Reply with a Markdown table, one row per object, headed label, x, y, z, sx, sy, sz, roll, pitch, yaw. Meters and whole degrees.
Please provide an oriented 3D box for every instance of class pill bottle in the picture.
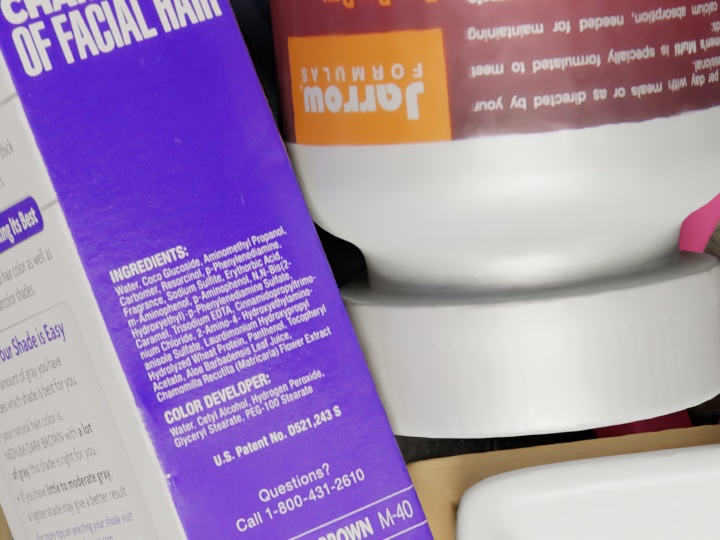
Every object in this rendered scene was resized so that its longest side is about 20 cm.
| label | x | y | z | sx | sy | sz | roll | pitch | yaw |
| --- | --- | --- | --- | --- | --- | --- | --- | --- | --- |
| pill bottle | 0.032 | -0.068 | 0.618 | 0.109 | 0.110 | 0.200 | -5 | 97 | 0 |

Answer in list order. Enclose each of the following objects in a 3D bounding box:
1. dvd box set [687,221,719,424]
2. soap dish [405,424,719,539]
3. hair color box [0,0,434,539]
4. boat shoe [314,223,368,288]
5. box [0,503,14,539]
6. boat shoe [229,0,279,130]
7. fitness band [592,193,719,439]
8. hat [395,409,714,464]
| label | x | y | z | sx | sy | sz | roll | pitch | yaw |
| --- | --- | --- | --- | --- | --- | --- | --- | --- | --- |
| dvd box set | 0.101 | 0.016 | 0.795 | 0.146 | 0.029 | 0.200 | 31 | 113 | -16 |
| soap dish | 0.115 | 0.116 | 0.648 | 0.200 | 0.081 | 0.158 | -6 | 75 | -11 |
| hair color box | -0.061 | -0.006 | 0.629 | 0.065 | 0.109 | 0.200 | -22 | 91 | -27 |
| boat shoe | 0.001 | 0.002 | 0.715 | 0.199 | 0.066 | 0.075 | -26 | 71 | 6 |
| box | -0.193 | 0.075 | 0.697 | 0.200 | 0.032 | 0.121 | 10 | 119 | -6 |
| boat shoe | 0.008 | -0.083 | 0.716 | 0.200 | 0.072 | 0.072 | -28 | 109 | 7 |
| fitness band | 0.137 | -0.019 | 0.708 | 0.144 | 0.037 | 0.200 | 25 | 95 | -34 |
| hat | 0.033 | 0.119 | 0.726 | 0.200 | 0.081 | 0.201 | 0 | 94 | 2 |
